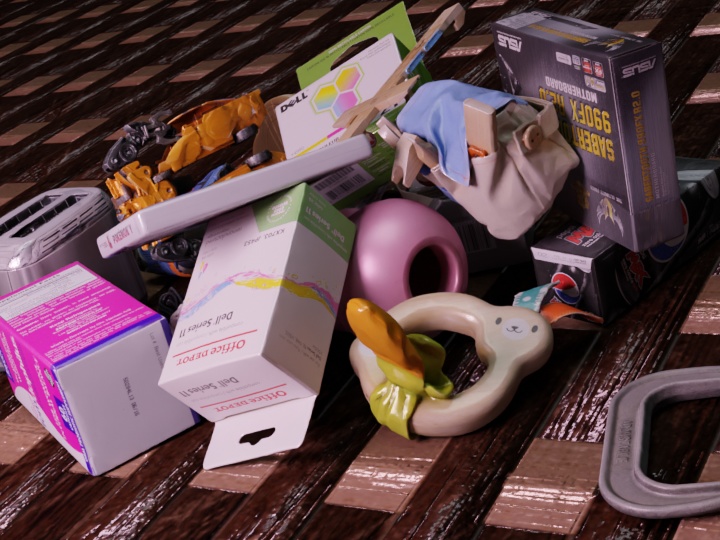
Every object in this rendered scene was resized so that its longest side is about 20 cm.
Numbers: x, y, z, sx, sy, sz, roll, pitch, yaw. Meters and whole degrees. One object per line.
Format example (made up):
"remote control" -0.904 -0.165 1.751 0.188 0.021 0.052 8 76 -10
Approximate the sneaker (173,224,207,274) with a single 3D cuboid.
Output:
"sneaker" -0.126 -0.058 1.325 0.085 0.078 0.200 -13 14 32

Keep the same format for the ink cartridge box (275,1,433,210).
"ink cartridge box" -0.010 -0.180 1.296 0.147 0.076 0.201 -30 53 20

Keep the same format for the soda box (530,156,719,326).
"soda box" 0.236 -0.030 1.111 0.199 0.064 0.070 -33 29 -35

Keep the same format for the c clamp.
"c clamp" 0.243 0.100 0.863 0.169 0.027 0.200 -4 26 23

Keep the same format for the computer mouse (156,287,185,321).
"computer mouse" -0.099 0.002 1.231 0.199 0.046 0.140 -27 26 -8

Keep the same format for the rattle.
"rattle" 0.086 0.026 0.963 0.199 0.144 0.130 -21 32 -7

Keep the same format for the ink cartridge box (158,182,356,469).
"ink cartridge box" -0.082 0.043 1.001 0.117 0.067 0.201 -19 45 37

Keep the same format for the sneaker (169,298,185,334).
"sneaker" -0.130 0.025 1.137 0.099 0.075 0.201 -16 42 4

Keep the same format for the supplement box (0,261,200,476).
"supplement box" -0.232 0.076 1.100 0.103 0.102 0.200 -26 25 -23

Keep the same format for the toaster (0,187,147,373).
"toaster" -0.291 0.004 1.259 0.113 0.130 0.200 3 29 32

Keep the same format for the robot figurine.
"robot figurine" -0.155 -0.089 1.244 0.199 0.146 0.058 -32 6 -35

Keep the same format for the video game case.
"video game case" -0.109 -0.060 1.078 0.199 0.023 0.182 -22 3 -22

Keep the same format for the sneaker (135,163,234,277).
"sneaker" -0.182 -0.057 1.404 0.078 0.076 0.200 -7 23 24

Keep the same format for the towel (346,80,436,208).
"towel" 0.006 -0.118 1.361 0.201 0.031 0.149 -55 28 0

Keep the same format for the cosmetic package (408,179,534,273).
"cosmetic package" 0.112 -0.076 1.257 0.106 0.091 0.200 -12 26 14

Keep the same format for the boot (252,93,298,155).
"boot" -0.034 -0.164 1.483 0.154 0.073 0.200 -19 -12 -18

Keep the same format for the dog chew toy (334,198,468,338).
"dog chew toy" 0.000 0.000 1.119 0.124 0.125 0.199 -30 21 -32

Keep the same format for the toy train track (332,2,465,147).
"toy train track" 0.043 -0.168 1.175 0.114 0.033 0.200 -17 32 54

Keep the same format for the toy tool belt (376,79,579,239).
"toy tool belt" 0.077 -0.111 1.077 0.125 0.123 0.200 -55 34 -9

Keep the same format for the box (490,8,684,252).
"box" 0.182 -0.121 1.065 0.048 0.160 0.200 -19 24 -15
